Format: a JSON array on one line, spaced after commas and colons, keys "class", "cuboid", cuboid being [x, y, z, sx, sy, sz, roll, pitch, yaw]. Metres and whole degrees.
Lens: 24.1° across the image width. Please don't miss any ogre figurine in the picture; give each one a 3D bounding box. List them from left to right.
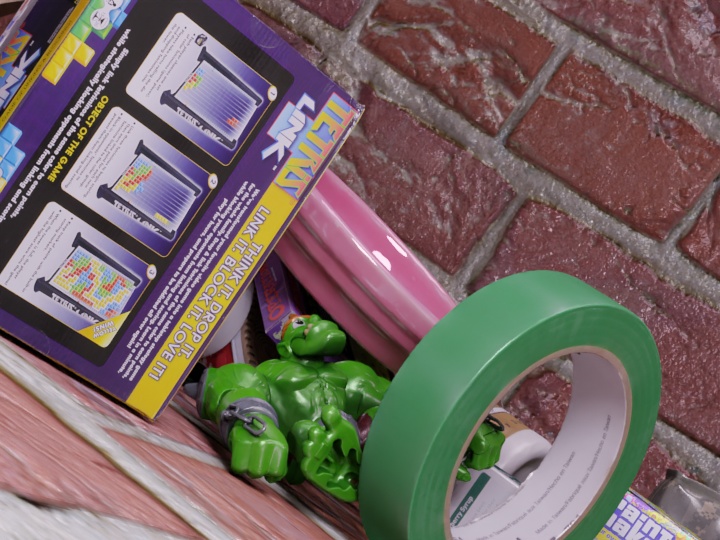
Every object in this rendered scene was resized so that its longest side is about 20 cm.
[{"class": "ogre figurine", "cuboid": [-0.020, 0.087, 0.995, 0.199, 0.099, 0.119, -21, 31, -36]}]

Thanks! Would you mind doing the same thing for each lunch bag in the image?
[{"class": "lunch bag", "cuboid": [0.266, 0.262, 1.433, 0.117, 0.165, 0.200, 29, -1, 6]}]

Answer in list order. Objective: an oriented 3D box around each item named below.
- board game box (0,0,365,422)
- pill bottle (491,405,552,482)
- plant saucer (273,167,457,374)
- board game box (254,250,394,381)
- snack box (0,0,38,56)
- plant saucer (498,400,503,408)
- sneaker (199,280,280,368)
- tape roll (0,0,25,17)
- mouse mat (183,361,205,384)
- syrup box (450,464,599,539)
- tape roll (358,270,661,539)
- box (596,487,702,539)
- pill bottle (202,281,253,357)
[{"class": "board game box", "cuboid": [-0.116, -0.050, 0.848, 0.165, 0.201, 0.057, 37, -4, -37]}, {"class": "pill bottle", "cuboid": [0.038, 0.124, 1.268, 0.199, 0.115, 0.114, 34, -1, 29]}, {"class": "plant saucer", "cuboid": [0.000, 0.000, 1.102, 0.201, 0.051, 0.201, 47, 7, -7]}, {"class": "board game box", "cuboid": [-0.031, 0.015, 1.165, 0.120, 0.032, 0.201, 48, 14, -30]}, {"class": "snack box", "cuboid": [-0.164, -0.085, 0.866, 0.072, 0.201, 0.024, 35, -3, -21]}, {"class": "plant saucer", "cuboid": [0.023, 0.104, 1.376, 0.199, 0.034, 0.202, 19, -51, 25]}, {"class": "sneaker", "cuboid": [-0.108, 0.049, 1.174, 0.071, 0.112, 0.201, 40, 27, -46]}, {"class": "tape roll", "cuboid": [-0.179, -0.095, 0.917, 0.202, 0.203, 0.071, 35, -2, -9]}, {"class": "mouse mat", "cuboid": [-0.165, 0.045, 1.248, 0.160, 0.008, 0.200, 36, -2, 13]}, {"class": "syrup box", "cuboid": [0.108, 0.191, 1.102, 0.199, 0.082, 0.079, 36, -2, 19]}, {"class": "tape roll", "cuboid": [0.089, 0.100, 0.977, 0.048, 0.201, 0.200, 34, -2, 41]}, {"class": "box", "cuboid": [0.208, 0.240, 1.222, 0.199, 0.122, 0.193, 35, -1, 20]}, {"class": "pill bottle", "cuboid": [-0.156, -0.018, 1.061, 0.109, 0.110, 0.200, 34, -2, 44]}]
